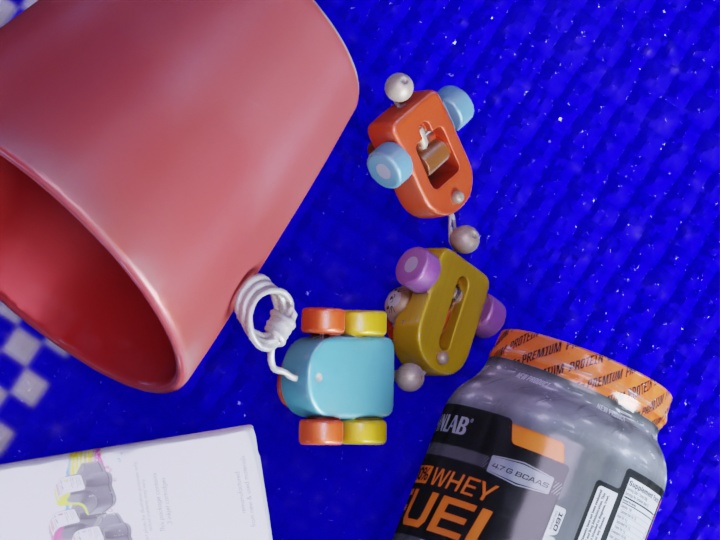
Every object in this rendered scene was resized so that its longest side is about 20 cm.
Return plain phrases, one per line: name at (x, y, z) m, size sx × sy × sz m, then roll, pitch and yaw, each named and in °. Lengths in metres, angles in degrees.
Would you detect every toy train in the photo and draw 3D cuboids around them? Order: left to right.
toy train at (0.000, 0.000, 1.515) m, size 0.200 × 0.056 × 0.150 m, roll -47°, pitch 120°, yaw -34°

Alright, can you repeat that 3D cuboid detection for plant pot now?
plant pot at (-0.108, -0.068, 1.472) m, size 0.200 × 0.200 × 0.177 m, roll 41°, pitch 69°, yaw -2°

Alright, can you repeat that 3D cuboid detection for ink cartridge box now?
ink cartridge box at (-0.150, 0.127, 1.473) m, size 0.200 × 0.115 × 0.068 m, roll -8°, pitch 84°, yaw -8°

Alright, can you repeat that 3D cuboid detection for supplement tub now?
supplement tub at (0.080, 0.139, 1.500) m, size 0.122 × 0.123 × 0.200 m, roll 22°, pitch 81°, yaw -5°
